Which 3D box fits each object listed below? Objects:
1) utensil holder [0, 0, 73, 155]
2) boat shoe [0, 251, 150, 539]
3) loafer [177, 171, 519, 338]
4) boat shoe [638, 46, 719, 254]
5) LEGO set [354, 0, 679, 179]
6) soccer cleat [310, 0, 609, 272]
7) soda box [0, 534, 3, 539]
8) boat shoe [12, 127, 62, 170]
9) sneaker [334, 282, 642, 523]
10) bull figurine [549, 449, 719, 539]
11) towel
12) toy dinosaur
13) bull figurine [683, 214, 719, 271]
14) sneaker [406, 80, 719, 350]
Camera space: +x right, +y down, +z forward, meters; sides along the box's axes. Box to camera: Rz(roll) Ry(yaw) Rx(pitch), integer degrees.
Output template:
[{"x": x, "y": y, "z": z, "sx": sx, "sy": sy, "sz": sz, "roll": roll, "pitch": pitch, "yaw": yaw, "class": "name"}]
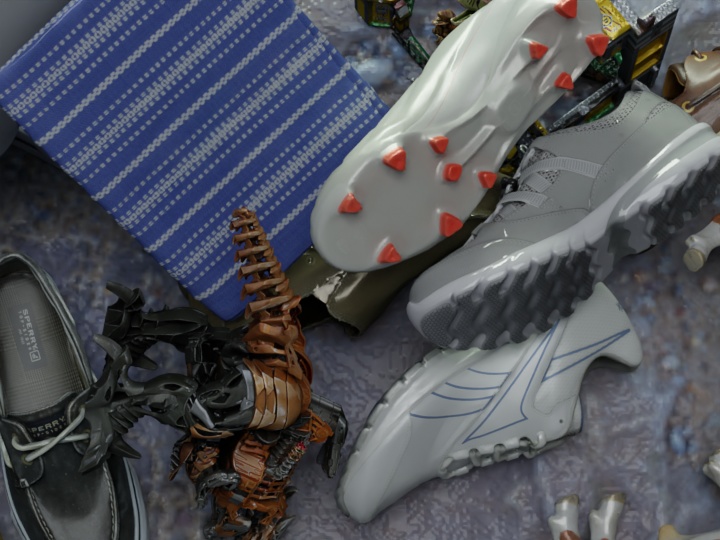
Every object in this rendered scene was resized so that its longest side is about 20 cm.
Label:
[{"x": -0.198, "y": -0.176, "z": 0.979, "sx": 0.170, "sy": 0.170, "sz": 0.200, "roll": 49, "pitch": 115, "yaw": 14, "class": "utensil holder"}, {"x": -0.171, "y": 0.085, "z": 1.052, "sx": 0.072, "sy": 0.071, "sz": 0.201, "roll": -22, "pitch": 74, "yaw": -6, "class": "boat shoe"}, {"x": 0.000, "y": 0.000, "z": 1.078, "sx": 0.199, "sy": 0.076, "sz": 0.068, "roll": -18, "pitch": 74, "yaw": 6, "class": "loafer"}, {"x": 0.205, "y": -0.098, "z": 1.102, "sx": 0.200, "sy": 0.072, "sz": 0.068, "roll": -43, "pitch": 79, "yaw": -9, "class": "boat shoe"}, {"x": 0.085, "y": -0.153, "z": 1.097, "sx": 0.153, "sy": 0.116, "sz": 0.201, "roll": -27, "pitch": 74, "yaw": -7, "class": "LEGO set"}, {"x": 0.047, "y": -0.076, "z": 1.009, "sx": 0.200, "sy": 0.078, "sz": 0.069, "roll": -45, "pitch": 117, "yaw": -10, "class": "soccer cleat"}, {"x": -0.265, "y": 0.082, "z": 1.038, "sx": 0.064, "sy": 0.068, "sz": 0.201, "roll": -32, "pitch": 76, "yaw": 31, "class": "soda box"}, {"x": -0.164, "y": -0.094, "z": 1.107, "sx": 0.199, "sy": 0.074, "sz": 0.066, "roll": 28, "pitch": 79, "yaw": 8, "class": "boat shoe"}, {"x": 0.071, "y": 0.072, "z": 1.054, "sx": 0.200, "sy": 0.075, "sz": 0.087, "roll": -40, "pitch": 81, "yaw": -10, "class": "sneaker"}, {"x": 0.196, "y": 0.154, "z": 1.022, "sx": 0.199, "sy": 0.065, "sz": 0.122, "roll": -19, "pitch": 70, "yaw": -9, "class": "bull figurine"}, {"x": -0.076, "y": -0.079, "z": 0.988, "sx": 0.145, "sy": 0.200, "sz": 0.024, "roll": -44, "pitch": 35, "yaw": -1, "class": "towel"}, {"x": -0.071, "y": 0.057, "z": 1.010, "sx": 0.135, "sy": 0.102, "sz": 0.201, "roll": 7, "pitch": 102, "yaw": -2, "class": "toy dinosaur"}, {"x": 0.270, "y": 0.025, "z": 1.058, "sx": 0.121, "sy": 0.065, "sz": 0.200, "roll": -18, "pitch": 61, "yaw": -39, "class": "bull figurine"}, {"x": 0.101, "y": -0.029, "z": 1.031, "sx": 0.199, "sy": 0.075, "sz": 0.082, "roll": -31, "pitch": 61, "yaw": -20, "class": "sneaker"}]
